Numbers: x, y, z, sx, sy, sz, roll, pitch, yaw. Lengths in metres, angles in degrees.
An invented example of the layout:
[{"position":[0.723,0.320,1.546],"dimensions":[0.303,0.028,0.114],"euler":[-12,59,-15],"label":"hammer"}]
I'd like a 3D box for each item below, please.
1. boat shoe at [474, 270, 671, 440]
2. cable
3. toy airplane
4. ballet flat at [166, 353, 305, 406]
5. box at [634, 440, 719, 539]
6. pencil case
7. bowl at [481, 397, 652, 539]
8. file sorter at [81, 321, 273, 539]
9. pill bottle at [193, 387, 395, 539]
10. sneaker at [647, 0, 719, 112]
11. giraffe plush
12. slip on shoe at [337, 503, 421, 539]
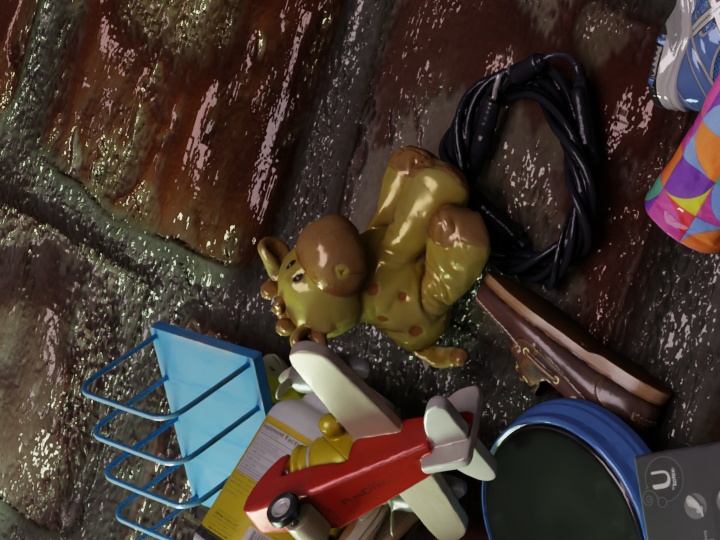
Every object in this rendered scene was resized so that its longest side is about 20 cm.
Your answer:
[{"position":[0.163,0.076,1.556],"dimensions":[0.200,0.070,0.071],"euler":[40,108,34],"label":"boat shoe"},{"position":[0.136,-0.079,1.602],"dimensions":[0.163,0.051,0.201],"euler":[-15,79,39],"label":"cable"},{"position":[0.014,0.142,1.549],"dimensions":[0.141,0.198,0.201],"euler":[-101,23,-53],"label":"toy airplane"},{"position":[-0.106,0.109,1.793],"dimensions":[0.199,0.067,0.067],"euler":[8,64,41],"label":"ballet flat"},{"position":[0.321,0.170,1.383],"dimensions":[0.199,0.122,0.107],"euler":[-16,78,38],"label":"box"},{"position":[0.293,-0.107,1.426],"dimensions":[0.089,0.088,0.201],"euler":[53,133,29],"label":"pencil case"},{"position":[0.175,0.205,1.518],"dimensions":[0.200,0.039,0.202],"euler":[23,122,44],"label":"bowl"},{"position":[-0.161,0.175,1.740],"dimensions":[0.138,0.123,0.201],"euler":[14,127,40],"label":"file sorter"},{"position":[-0.053,0.186,1.662],"dimensions":[0.112,0.112,0.201],"euler":[26,81,38],"label":"pill bottle"},{"position":[0.289,-0.219,1.474],"dimensions":[0.077,0.076,0.201],"euler":[19,107,29],"label":"sneaker"},{"position":[0.000,0.000,1.611],"dimensions":[0.173,0.161,0.201],"euler":[-137,50,-60],"label":"giraffe plush"},{"position":[0.007,0.257,1.659],"dimensions":[0.060,0.076,0.201],"euler":[30,83,11],"label":"slip on shoe"}]
